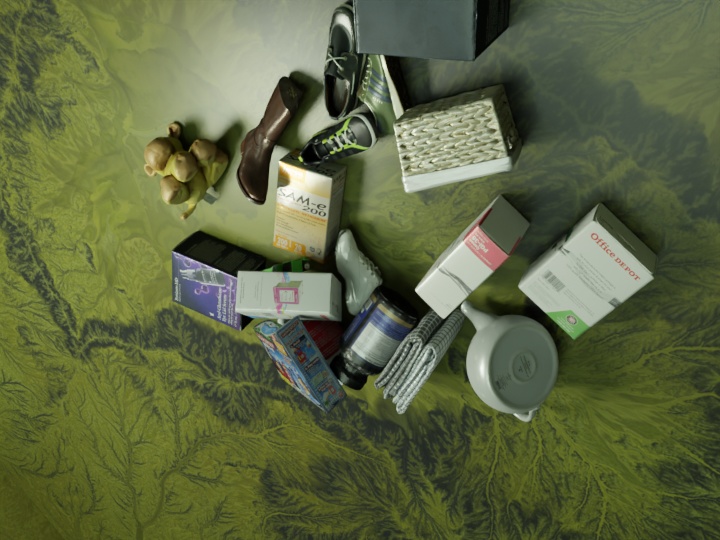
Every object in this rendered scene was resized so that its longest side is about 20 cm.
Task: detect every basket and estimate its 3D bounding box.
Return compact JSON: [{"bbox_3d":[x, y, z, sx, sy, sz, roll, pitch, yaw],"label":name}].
[{"bbox_3d":[0.164,-0.229,1.295,0.197,0.136,0.125,-10,110,24],"label":"basket"}]

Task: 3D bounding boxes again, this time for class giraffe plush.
[{"bbox_3d":[-0.393,-0.231,1.619,0.162,0.173,0.201,42,164,13],"label":"giraffe plush"}]

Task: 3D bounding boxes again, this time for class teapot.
[{"bbox_3d":[0.282,0.181,1.476,0.194,0.204,0.146,16,175,-22],"label":"teapot"}]

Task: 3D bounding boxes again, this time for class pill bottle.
[{"bbox_3d":[-0.086,0.158,1.664,0.112,0.112,0.201,-39,85,38],"label":"pill bottle"},{"bbox_3d":[0.024,0.142,1.550,0.111,0.112,0.201,36,104,4],"label":"pill bottle"}]

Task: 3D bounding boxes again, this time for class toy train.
[{"bbox_3d":[-0.168,0.003,1.626,0.199,0.055,0.043,-12,82,60],"label":"toy train"}]

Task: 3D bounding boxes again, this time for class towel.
[{"bbox_3d":[0.121,0.170,1.544,0.085,0.166,0.202,35,127,8],"label":"towel"}]

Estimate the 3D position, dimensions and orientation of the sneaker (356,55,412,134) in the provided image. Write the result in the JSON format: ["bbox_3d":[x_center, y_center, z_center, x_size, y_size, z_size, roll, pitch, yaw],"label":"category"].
[{"bbox_3d":[0.028,-0.337,1.357,0.088,0.067,0.203,-8,117,26],"label":"sneaker"}]

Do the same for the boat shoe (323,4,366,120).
[{"bbox_3d":[-0.034,-0.376,1.372,0.071,0.068,0.203,17,123,20],"label":"boat shoe"}]

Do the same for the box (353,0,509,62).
[{"bbox_3d":[0.116,-0.420,1.180,0.196,0.197,0.126,11,123,23],"label":"box"}]

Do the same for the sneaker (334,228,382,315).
[{"bbox_3d":[0.000,0.000,1.581,0.085,0.075,0.203,-6,122,18],"label":"sneaker"}]

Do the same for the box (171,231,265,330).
[{"bbox_3d":[-0.329,0.023,1.741,0.197,0.104,0.150,20,126,17],"label":"box"}]

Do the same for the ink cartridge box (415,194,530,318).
[{"bbox_3d":[0.206,-0.024,1.395,0.083,0.147,0.200,42,128,0],"label":"ink cartridge box"}]

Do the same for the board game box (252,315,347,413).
[{"bbox_3d":[-0.137,0.169,1.557,0.199,0.061,0.202,25,145,52],"label":"board game box"}]

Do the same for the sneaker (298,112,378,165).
[{"bbox_3d":[-0.046,-0.234,1.422,0.198,0.083,0.072,-13,114,52],"label":"sneaker"}]

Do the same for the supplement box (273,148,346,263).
[{"bbox_3d":[-0.107,-0.131,1.549,0.124,0.074,0.203,19,125,17],"label":"supplement box"}]

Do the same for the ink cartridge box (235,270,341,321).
[{"bbox_3d":[-0.141,0.054,1.544,0.196,0.145,0.087,3,81,7],"label":"ink cartridge box"}]

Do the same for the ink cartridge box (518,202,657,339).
[{"bbox_3d":[0.404,0.002,1.342,0.146,0.084,0.200,42,128,-1],"label":"ink cartridge box"}]

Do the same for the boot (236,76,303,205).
[{"bbox_3d":[-0.171,-0.255,1.465,0.063,0.189,0.200,12,139,-35],"label":"boot"}]
